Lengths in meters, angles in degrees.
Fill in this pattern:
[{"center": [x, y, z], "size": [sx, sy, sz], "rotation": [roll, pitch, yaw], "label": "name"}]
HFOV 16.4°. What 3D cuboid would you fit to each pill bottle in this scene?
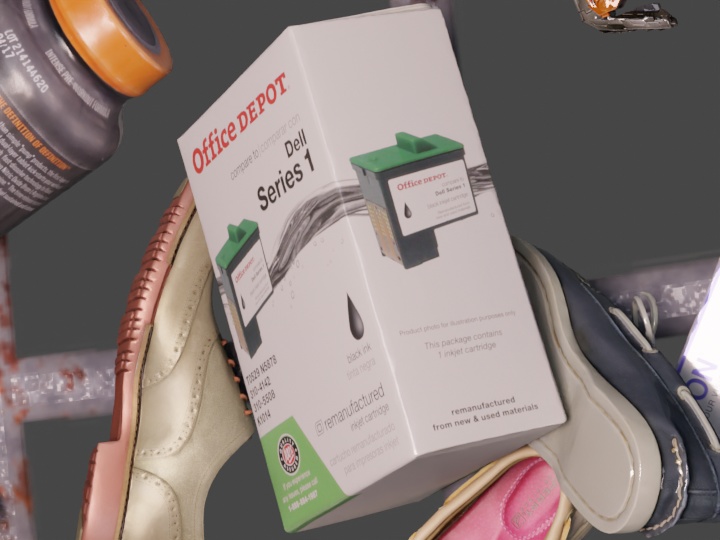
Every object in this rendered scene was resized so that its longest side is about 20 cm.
[{"center": [-0.190, -0.071, 1.223], "size": [0.200, 0.106, 0.106], "rotation": [-34, 77, 12], "label": "pill bottle"}]

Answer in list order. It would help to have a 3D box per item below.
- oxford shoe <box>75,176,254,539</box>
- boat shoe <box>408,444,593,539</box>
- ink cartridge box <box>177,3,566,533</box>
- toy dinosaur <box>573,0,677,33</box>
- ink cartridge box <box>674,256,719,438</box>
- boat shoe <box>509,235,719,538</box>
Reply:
[{"center": [-0.085, 0.053, 1.212], "size": [0.074, 0.071, 0.201], "rotation": [13, 89, -7], "label": "oxford shoe"}, {"center": [0.037, 0.154, 1.153], "size": [0.074, 0.069, 0.200], "rotation": [36, 97, 17], "label": "boat shoe"}, {"center": [0.000, 0.000, 1.128], "size": [0.084, 0.146, 0.201], "rotation": [-10, 76, -29], "label": "ink cartridge box"}, {"center": [0.097, -0.178, 1.153], "size": [0.199, 0.102, 0.136], "rotation": [-1, 101, 1], "label": "toy dinosaur"}, {"center": [0.253, 0.030, 1.108], "size": [0.199, 0.043, 0.199], "rotation": [24, 94, 16], "label": "ink cartridge box"}, {"center": [0.107, 0.048, 1.110], "size": [0.062, 0.200, 0.075], "rotation": [6, 113, -24], "label": "boat shoe"}]
